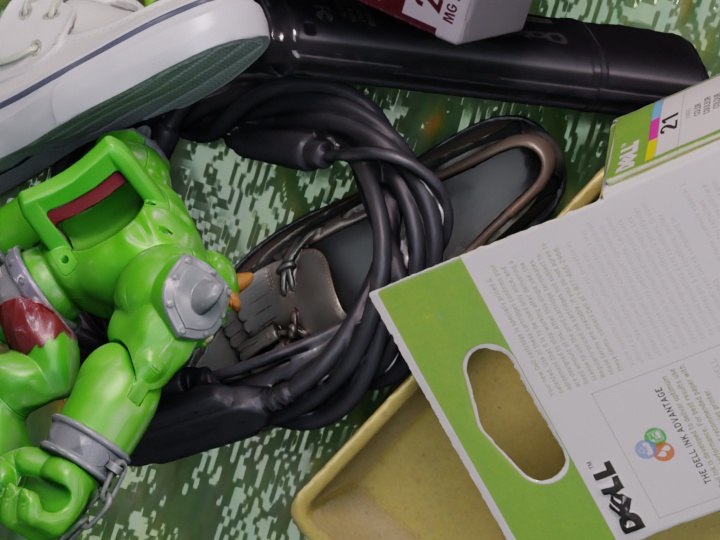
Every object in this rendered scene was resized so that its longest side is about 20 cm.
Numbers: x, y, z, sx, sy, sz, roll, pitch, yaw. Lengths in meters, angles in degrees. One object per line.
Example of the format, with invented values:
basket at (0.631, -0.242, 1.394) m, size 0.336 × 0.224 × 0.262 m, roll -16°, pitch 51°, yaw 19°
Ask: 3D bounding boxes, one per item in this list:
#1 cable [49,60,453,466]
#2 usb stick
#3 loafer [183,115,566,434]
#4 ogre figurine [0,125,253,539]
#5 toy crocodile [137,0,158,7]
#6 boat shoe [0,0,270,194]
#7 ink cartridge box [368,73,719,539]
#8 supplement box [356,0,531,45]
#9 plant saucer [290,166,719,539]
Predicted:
cable at (-0.050, -0.010, 1.083) m, size 0.200 × 0.051 × 0.163 m, roll -20°, pitch 65°, yaw 27°
usb stick at (0.051, -0.089, 1.080) m, size 0.200 × 0.055 × 0.033 m, roll 6°, pitch 121°, yaw -20°
loafer at (0.000, 0.000, 1.104) m, size 0.200 × 0.063 × 0.072 m, roll -37°, pitch 90°, yaw 1°
ogre figurine at (-0.110, 0.015, 1.018) m, size 0.120 × 0.200 × 0.098 m, roll -42°, pitch 103°, yaw 8°
toy crocodile at (-0.033, -0.130, 1.106) m, size 0.200 × 0.062 × 0.068 m, roll -8°, pitch 55°, yaw -4°
boat shoe at (-0.124, -0.085, 1.062) m, size 0.200 × 0.074 × 0.067 m, roll -23°, pitch 83°, yaw 35°
ink cartridge box at (0.126, 0.014, 1.022) m, size 0.200 × 0.076 × 0.148 m, roll -23°, pitch 110°, yaw 20°
supplement box at (-0.017, -0.176, 1.022) m, size 0.200 × 0.061 × 0.109 m, roll 26°, pitch 112°, yaw 24°
plant saucer at (0.100, 0.083, 1.091) m, size 0.200 × 0.048 × 0.200 m, roll 43°, pitch 91°, yaw -19°
